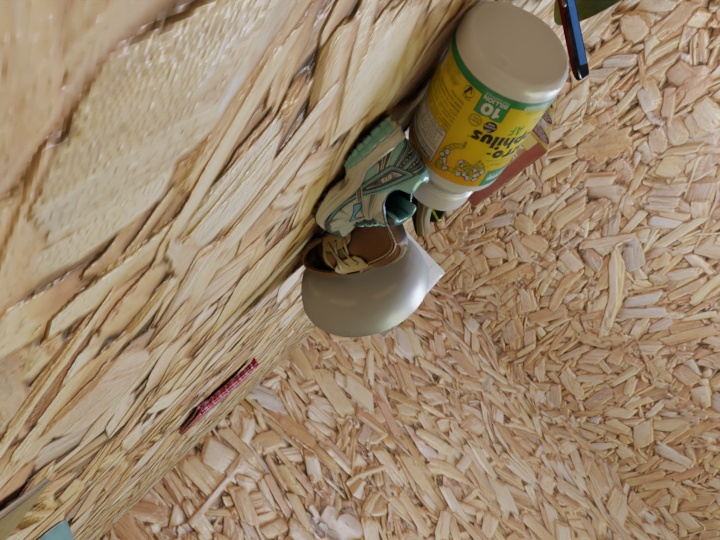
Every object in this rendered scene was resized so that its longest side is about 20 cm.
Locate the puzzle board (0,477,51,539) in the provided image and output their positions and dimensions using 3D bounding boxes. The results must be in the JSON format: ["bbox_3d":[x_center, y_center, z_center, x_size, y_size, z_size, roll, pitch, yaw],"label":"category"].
[{"bbox_3d":[-0.397,0.292,0.648,0.200,0.017,0.151,-47,178,26],"label":"puzzle board"}]

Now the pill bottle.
[{"bbox_3d":[0.113,-0.153,0.682,0.113,0.113,0.201,-42,170,-34],"label":"pill bottle"}]

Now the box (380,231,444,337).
[{"bbox_3d":[0.073,0.019,1.730,0.199,0.200,0.131,-43,176,-35],"label":"box"}]

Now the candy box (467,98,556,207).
[{"bbox_3d":[0.184,-0.179,0.849,0.115,0.055,0.202,-38,-164,38],"label":"candy box"}]

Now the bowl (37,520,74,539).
[{"bbox_3d":[-0.516,0.511,1.067,0.201,0.105,0.201,-45,178,-2],"label":"bowl"}]

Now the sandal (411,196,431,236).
[{"bbox_3d":[0.094,-0.125,0.864,0.052,0.082,0.203,-4,140,-2],"label":"sandal"}]

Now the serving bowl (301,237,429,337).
[{"bbox_3d":[0.000,0.000,0.993,0.200,0.198,0.067,-44,138,-26],"label":"serving bowl"}]

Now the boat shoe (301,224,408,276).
[{"bbox_3d":[-0.013,-0.025,0.873,0.073,0.077,0.199,-30,-173,-30],"label":"boat shoe"}]

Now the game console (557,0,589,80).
[{"bbox_3d":[0.258,-0.310,0.709,0.173,0.119,0.200,-46,177,26],"label":"game console"}]

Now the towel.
[{"bbox_3d":[-0.322,0.286,1.537,0.199,0.023,0.145,-41,176,-44],"label":"towel"}]

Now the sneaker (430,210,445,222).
[{"bbox_3d":[0.143,-0.168,1.078,0.077,0.075,0.201,-52,175,-39],"label":"sneaker"}]

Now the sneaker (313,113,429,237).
[{"bbox_3d":[0.011,-0.074,0.733,0.077,0.086,0.200,-42,175,-27],"label":"sneaker"}]

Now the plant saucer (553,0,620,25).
[{"bbox_3d":[0.327,-0.392,0.858,0.198,0.031,0.201,-37,-158,17],"label":"plant saucer"}]
